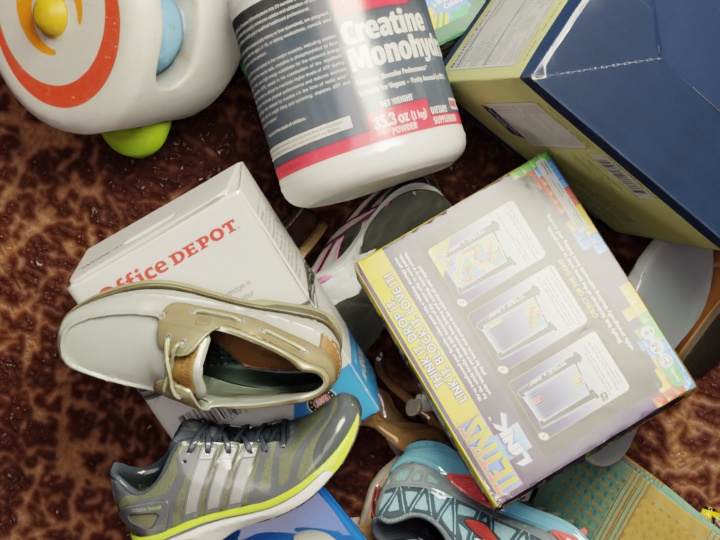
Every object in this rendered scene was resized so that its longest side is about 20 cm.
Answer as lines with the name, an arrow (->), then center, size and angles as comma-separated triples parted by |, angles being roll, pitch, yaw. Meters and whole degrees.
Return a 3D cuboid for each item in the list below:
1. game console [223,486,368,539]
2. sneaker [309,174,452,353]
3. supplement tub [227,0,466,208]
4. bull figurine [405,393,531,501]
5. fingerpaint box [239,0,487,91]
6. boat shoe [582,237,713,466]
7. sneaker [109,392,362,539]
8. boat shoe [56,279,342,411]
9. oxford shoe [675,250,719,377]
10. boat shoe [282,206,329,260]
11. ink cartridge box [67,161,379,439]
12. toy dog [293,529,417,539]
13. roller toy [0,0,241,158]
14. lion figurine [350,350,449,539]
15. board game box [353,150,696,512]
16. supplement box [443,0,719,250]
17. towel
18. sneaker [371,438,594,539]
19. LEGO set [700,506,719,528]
game console -> -0.050, 0.275, 1.093 | 0.118, 0.171, 0.200 | -39, 92, -32
sneaker -> 0.000, 0.000, 1.133 | 0.200, 0.086, 0.080 | -41, 109, 19
supplement tub -> -0.014, -0.157, 1.033 | 0.139, 0.140, 0.201 | -17, 90, 2
bull figurine -> 0.108, 0.088, 1.109 | 0.121, 0.065, 0.201 | 28, 76, -39
fingerpaint box -> -0.015, -0.224, 1.143 | 0.199, 0.073, 0.168 | -25, 85, 1
boat shoe -> 0.201, 0.051, 1.095 | 0.073, 0.068, 0.200 | 26, 84, -31
sneaker -> -0.090, 0.135, 1.010 | 0.199, 0.074, 0.081 | -30, 106, 7
boat shoe -> -0.112, 0.054, 0.979 | 0.198, 0.068, 0.075 | 0, 113, 1
oxford shoe -> 0.294, -0.007, 1.127 | 0.071, 0.071, 0.201 | 34, 92, 35
boat shoe -> -0.111, 0.021, 1.134 | 0.070, 0.070, 0.200 | 42, 90, -1
ink cartridge box -> -0.097, 0.044, 1.057 | 0.145, 0.084, 0.201 | -28, 107, 9
toy dog -> -0.049, 0.240, 0.998 | 0.199, 0.096, 0.133 | 8, 67, -1
roller toy -> -0.191, -0.200, 1.085 | 0.182, 0.139, 0.201 | -36, 79, 37
lion figurine -> 0.028, 0.176, 1.119 | 0.122, 0.072, 0.201 | 22, 83, -6
board game box -> 0.114, 0.043, 1.024 | 0.165, 0.057, 0.201 | -30, 78, -3
supplement box -> 0.188, -0.130, 1.030 | 0.200, 0.200, 0.135 | 37, 85, -18
towel -> 0.193, 0.224, 1.062 | 0.200, 0.022, 0.147 | 37, 100, 45
sneaker -> 0.093, 0.213, 1.040 | 0.199, 0.080, 0.096 | 31, 54, 19
LEGO set -> 0.246, 0.277, 1.075 | 0.153, 0.116, 0.201 | 24, 88, 4
